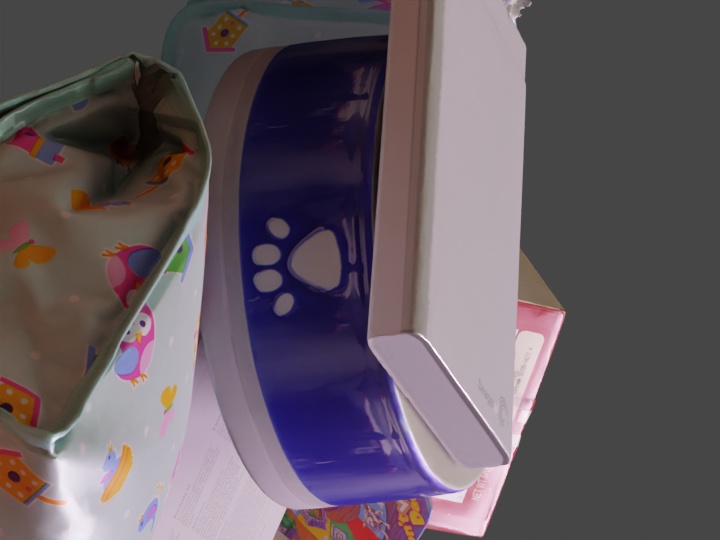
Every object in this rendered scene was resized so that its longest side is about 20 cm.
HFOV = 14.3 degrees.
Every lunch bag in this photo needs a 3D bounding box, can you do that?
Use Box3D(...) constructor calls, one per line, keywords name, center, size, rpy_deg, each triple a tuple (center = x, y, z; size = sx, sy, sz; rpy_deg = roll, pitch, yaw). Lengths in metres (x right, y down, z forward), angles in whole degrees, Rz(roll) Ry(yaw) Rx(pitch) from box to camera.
Box3D(name="lunch bag", center=(-0.014, -0.095, 1.517), size=(0.200, 0.169, 0.122), rpy_deg=(-68, 158, -51))
Box3D(name="lunch bag", center=(-0.120, 0.033, 1.098), size=(0.171, 0.121, 0.200), rpy_deg=(94, 16, -46))

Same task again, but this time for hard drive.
Box3D(name="hard drive", center=(0.039, -0.036, 1.195), size=(0.132, 0.026, 0.201), rpy_deg=(54, 35, -57))

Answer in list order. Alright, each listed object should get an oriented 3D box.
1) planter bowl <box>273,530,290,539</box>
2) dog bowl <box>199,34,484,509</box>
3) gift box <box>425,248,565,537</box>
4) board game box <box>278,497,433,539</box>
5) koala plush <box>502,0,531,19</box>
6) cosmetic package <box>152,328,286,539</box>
Box3D(name="planter bowl", center=(-0.086, 0.175, 1.586), size=(0.200, 0.134, 0.201), rpy_deg=(11, 90, -83))
Box3D(name="dog bowl", center=(0.000, 0.000, 1.233), size=(0.200, 0.078, 0.201), rpy_deg=(-6, 90, -72))
Box3D(name="gift box", center=(0.015, 0.050, 1.756), size=(0.185, 0.199, 0.187), rpy_deg=(-66, -156, 17))
Box3D(name="board game box", center=(-0.044, 0.067, 1.440), size=(0.039, 0.158, 0.201), rpy_deg=(-29, 112, -36))
Box3D(name="koala plush", center=(-0.012, -0.189, 1.279), size=(0.184, 0.199, 0.178), rpy_deg=(-66, 166, -62))
Box3D(name="cosmetic package", center=(-0.076, 0.075, 1.298), size=(0.201, 0.051, 0.151), rpy_deg=(-66, 156, -11))
